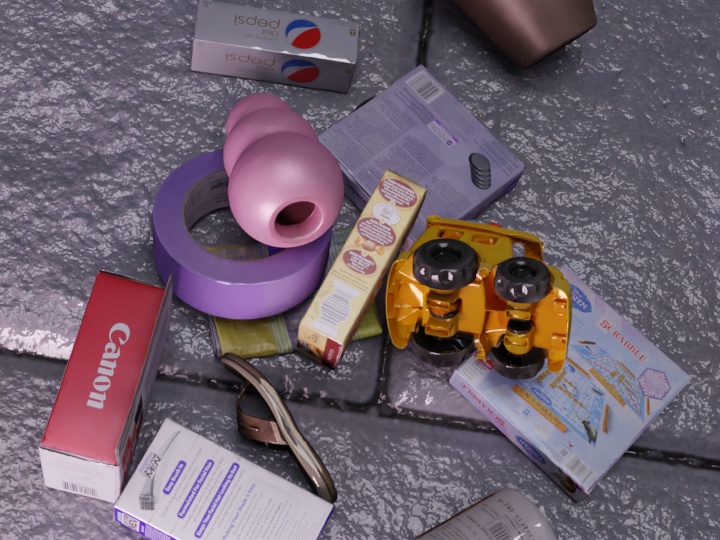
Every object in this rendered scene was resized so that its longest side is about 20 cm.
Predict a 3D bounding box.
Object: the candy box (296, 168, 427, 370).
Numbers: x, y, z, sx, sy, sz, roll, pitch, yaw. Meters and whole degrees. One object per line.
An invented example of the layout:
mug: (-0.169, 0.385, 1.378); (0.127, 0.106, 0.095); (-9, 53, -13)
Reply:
candy box: (0.000, 0.000, 1.441); (0.055, 0.115, 0.200); (29, 72, 3)

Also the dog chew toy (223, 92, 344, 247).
dog chew toy: (-0.094, -0.119, 1.431); (0.124, 0.125, 0.200); (-10, 46, -15)

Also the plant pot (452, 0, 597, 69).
plant pot: (0.210, -0.356, 1.662); (0.200, 0.200, 0.175); (-32, 92, -22)

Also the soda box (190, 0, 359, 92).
soda box: (-0.104, -0.274, 1.615); (0.200, 0.068, 0.064); (7, 64, -7)

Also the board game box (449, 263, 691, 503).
board game box: (0.240, 0.125, 1.503); (0.200, 0.041, 0.200); (44, 65, 12)

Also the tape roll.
tape roll: (-0.132, -0.044, 1.479); (0.200, 0.066, 0.200); (4, 51, -5)

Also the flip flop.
flip flop: (-0.096, 0.172, 1.407); (0.058, 0.081, 0.200); (-32, 79, -7)

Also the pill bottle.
pill bottle: (0.097, 0.315, 1.345); (0.200, 0.114, 0.114); (-26, 72, -21)

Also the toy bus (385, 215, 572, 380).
toy bus: (0.149, 0.011, 1.474); (0.200, 0.136, 0.192); (10, 35, 16)

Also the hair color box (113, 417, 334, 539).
hair color box: (-0.142, 0.250, 1.361); (0.200, 0.065, 0.109); (28, 64, 2)

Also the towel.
towel: (-0.083, 0.025, 1.502); (0.200, 0.023, 0.144); (-6, 65, -13)

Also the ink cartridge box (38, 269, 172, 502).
ink cartridge box: (-0.257, 0.111, 1.343); (0.084, 0.176, 0.200); (15, 62, -4)

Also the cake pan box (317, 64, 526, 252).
cake pan box: (0.066, -0.133, 1.590); (0.184, 0.052, 0.200); (-39, 77, -26)
